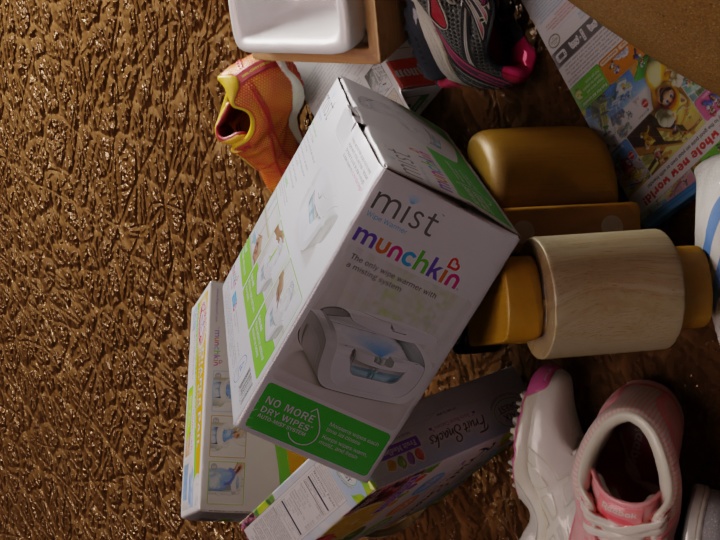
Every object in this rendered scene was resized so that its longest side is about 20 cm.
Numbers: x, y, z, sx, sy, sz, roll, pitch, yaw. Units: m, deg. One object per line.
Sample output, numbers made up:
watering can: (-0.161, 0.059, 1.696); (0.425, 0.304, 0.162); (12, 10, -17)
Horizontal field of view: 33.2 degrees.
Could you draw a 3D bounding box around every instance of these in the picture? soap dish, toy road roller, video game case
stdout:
soap dish: (-0.032, -0.253, 0.867); (0.157, 0.081, 0.201); (13, 114, 49)
toy road roller: (0.122, -0.023, 0.756); (0.200, 0.122, 0.147); (168, 98, -80)
video game case: (0.182, -0.147, 0.759); (0.143, 0.018, 0.201); (-43, 67, 50)

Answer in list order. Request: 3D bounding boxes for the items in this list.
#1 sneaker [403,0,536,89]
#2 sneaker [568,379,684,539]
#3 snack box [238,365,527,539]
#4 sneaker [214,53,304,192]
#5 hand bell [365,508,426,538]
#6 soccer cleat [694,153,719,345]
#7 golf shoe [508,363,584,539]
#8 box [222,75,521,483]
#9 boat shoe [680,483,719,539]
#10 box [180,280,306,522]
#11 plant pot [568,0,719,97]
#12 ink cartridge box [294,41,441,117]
sneaker: (0.060, -0.204, 0.808); (0.074, 0.081, 0.200); (15, 154, 40)
sneaker: (0.166, 0.174, 0.777); (0.075, 0.105, 0.202); (8, 93, 19)
snack box: (0.026, 0.147, 0.892); (0.142, 0.199, 0.053); (-46, 68, 38)
sneaker: (-0.089, -0.124, 1.039); (0.200, 0.077, 0.073); (85, 159, -64)
hand bell: (-0.020, 0.151, 1.095); (0.200, 0.104, 0.105); (-150, 54, -60)
soccer cleat: (0.240, 0.022, 0.710); (0.086, 0.069, 0.201); (-118, 13, -73)
golf shoe: (0.157, 0.166, 0.869); (0.091, 0.075, 0.201); (4, 104, 30)
box: (-0.007, -0.005, 0.751); (0.177, 0.096, 0.200); (-59, 18, 15)
boat shoe: (0.240, 0.235, 0.776); (0.064, 0.074, 0.203); (-6, 95, 17)
box: (-0.099, 0.120, 1.082); (0.112, 0.101, 0.201); (137, 135, -68)
plant pot: (0.185, -0.184, 0.630); (0.200, 0.186, 0.186); (48, 140, 3)
ink cartridge box: (0.011, -0.142, 0.963); (0.109, 0.050, 0.201); (-47, 65, 49)
